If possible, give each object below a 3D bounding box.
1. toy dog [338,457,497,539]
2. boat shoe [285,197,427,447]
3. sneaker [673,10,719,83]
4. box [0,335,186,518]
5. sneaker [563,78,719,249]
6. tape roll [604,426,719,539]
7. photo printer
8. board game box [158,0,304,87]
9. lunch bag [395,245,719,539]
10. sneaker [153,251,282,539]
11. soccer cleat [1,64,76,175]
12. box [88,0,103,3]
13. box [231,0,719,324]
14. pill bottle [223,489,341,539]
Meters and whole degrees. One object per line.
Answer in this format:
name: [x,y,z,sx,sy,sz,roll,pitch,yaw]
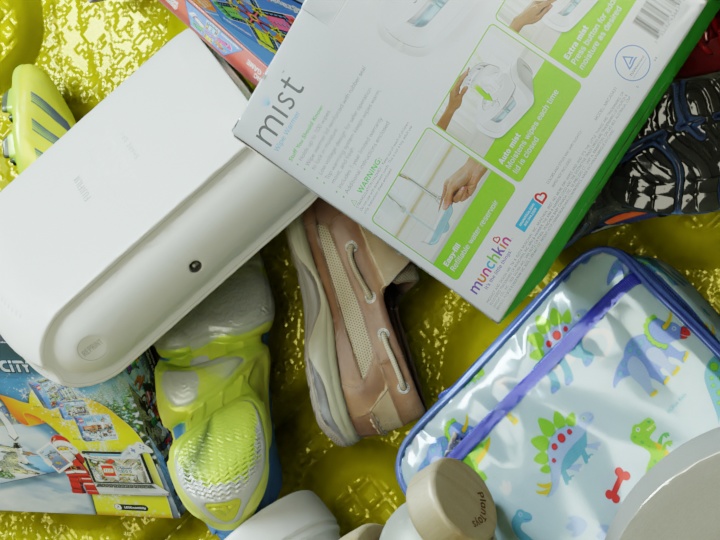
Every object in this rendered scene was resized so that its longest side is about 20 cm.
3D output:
toy dog: [0.069,0.191,1.170,0.131,0.096,0.201,-12,94,40]
boat shoe: [0.000,0.000,1.307,0.071,0.076,0.201,-10,84,10]
sneaker: [0.209,-0.153,1.184,0.199,0.115,0.079,-18,82,23]
box: [-0.209,0.086,1.374,0.199,0.038,0.137,0,126,24]
sneaker: [0.145,-0.059,1.235,0.199,0.078,0.076,-15,95,11]
tape roll: [0.223,0.175,1.168,0.201,0.037,0.204,1,106,3]
photo printer: [-0.132,-0.032,1.280,0.200,0.069,0.167,-41,35,3]
board game box: [-0.020,-0.120,1.298,0.200,0.103,0.019,42,129,20]
lunch bag: [0.126,0.096,1.238,0.200,0.082,0.161,-45,69,16]
sneaker: [-0.085,0.076,1.337,0.075,0.105,0.201,-3,53,4]
soccer cleat: [-0.170,-0.038,1.396,0.083,0.065,0.201,-17,78,0]
box: [-0.123,-0.232,1.326,0.039,0.041,0.200,60,143,15]
box: [0.061,-0.109,1.141,0.176,0.097,0.201,34,112,9]
pill bottle: [-0.003,0.231,1.273,0.116,0.116,0.200,-46,72,17]
